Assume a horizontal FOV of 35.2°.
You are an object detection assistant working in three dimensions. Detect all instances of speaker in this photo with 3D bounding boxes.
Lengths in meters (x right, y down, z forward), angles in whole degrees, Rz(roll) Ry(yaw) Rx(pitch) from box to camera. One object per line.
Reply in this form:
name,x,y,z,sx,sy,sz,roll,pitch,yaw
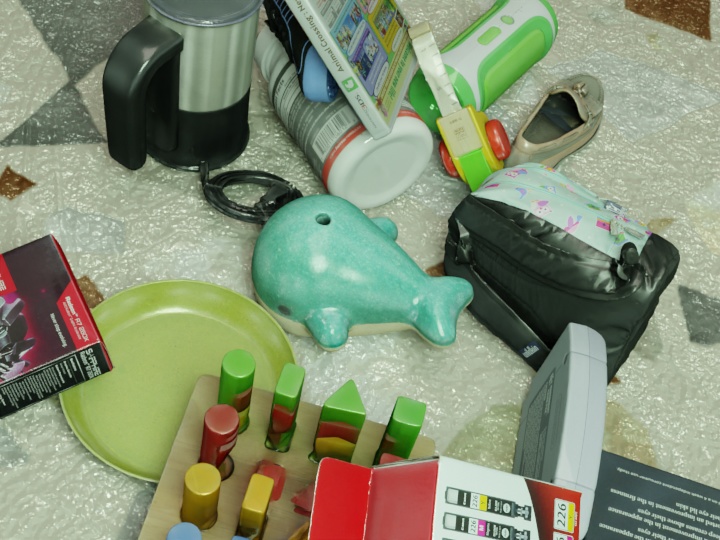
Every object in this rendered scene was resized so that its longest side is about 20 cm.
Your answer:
speaker,0.136,-0.229,1.237,0.088,0.089,0.200,34,53,16

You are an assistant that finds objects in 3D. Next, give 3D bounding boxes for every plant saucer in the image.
plant saucer,-0.151,0.095,0.952,0.198,0.031,0.201,6,51,-8

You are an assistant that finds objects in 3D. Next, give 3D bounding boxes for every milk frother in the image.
milk frother,-0.125,-0.164,1.062,0.198,0.189,0.181,19,51,4

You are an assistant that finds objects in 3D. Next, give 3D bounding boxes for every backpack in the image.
backpack,0.175,-0.006,1.037,0.199,0.168,0.126,33,37,19

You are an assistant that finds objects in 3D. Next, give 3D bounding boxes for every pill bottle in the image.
pill bottle,-0.022,-0.168,1.135,0.115,0.116,0.201,-18,57,-24

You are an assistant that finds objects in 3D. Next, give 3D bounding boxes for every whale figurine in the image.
whale figurine,0.000,0.000,1.004,0.199,0.104,0.160,18,50,14

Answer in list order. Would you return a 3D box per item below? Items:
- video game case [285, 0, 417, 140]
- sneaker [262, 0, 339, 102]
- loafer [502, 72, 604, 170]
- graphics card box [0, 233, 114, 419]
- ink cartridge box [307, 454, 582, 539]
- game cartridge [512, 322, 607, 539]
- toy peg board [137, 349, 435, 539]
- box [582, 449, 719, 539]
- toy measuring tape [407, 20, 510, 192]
video game case,-0.009,-0.238,1.036,0.022,0.183,0.201,-23,25,25
sneaker,-0.057,-0.233,1.073,0.077,0.070,0.201,-3,50,5
loafer,0.214,-0.160,1.213,0.072,0.063,0.200,33,53,14
graphics card box,-0.314,0.062,0.909,0.199,0.051,0.126,-24,58,-14
ink cartridge box,0.052,0.231,0.743,0.175,0.084,0.202,18,67,-31
game cartridge,0.156,0.148,0.909,0.040,0.134,0.201,16,51,0
toy peg board,-0.050,0.162,0.824,0.198,0.098,0.200,15,50,1
box,0.218,0.261,0.850,0.147,0.105,0.201,19,51,3
toy measuring tape,0.100,-0.157,1.137,0.073,0.073,0.201,-36,109,-33
